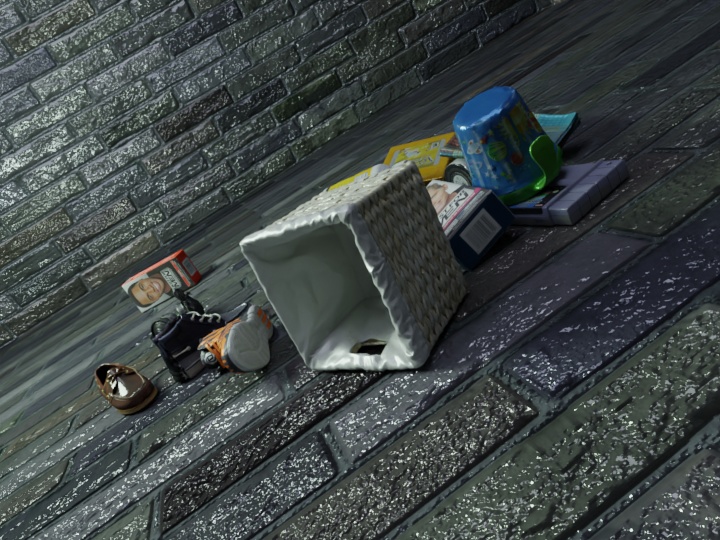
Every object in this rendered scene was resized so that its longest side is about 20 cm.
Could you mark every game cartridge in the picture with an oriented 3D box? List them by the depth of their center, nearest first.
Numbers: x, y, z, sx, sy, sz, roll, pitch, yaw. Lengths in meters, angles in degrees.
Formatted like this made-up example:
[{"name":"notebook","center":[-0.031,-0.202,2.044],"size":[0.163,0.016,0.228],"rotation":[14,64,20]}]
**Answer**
[{"name":"game cartridge","center":[0.265,-0.113,0.802],"size":[0.129,0.039,0.200],"rotation":[-33,19,-20]},{"name":"game cartridge","center":[0.124,-0.236,1.236],"size":[0.175,0.033,0.201],"rotation":[-8,35,27]}]

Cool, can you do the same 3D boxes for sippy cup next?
[{"name":"sippy cup","center":[0.202,-0.184,0.789],"size":[0.177,0.131,0.140],"rotation":[-6,43,42]}]

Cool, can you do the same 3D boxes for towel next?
[{"name":"towel","center":[0.252,-0.230,0.935],"size":[0.199,0.022,0.147],"rotation":[13,48,36]}]

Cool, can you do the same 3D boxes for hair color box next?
[{"name":"hair color box","center":[0.133,-0.074,0.823],"size":[0.100,0.060,0.200],"rotation":[-49,20,-1]},{"name":"hair color box","center":[-0.573,0.031,1.588],"size":[0.199,0.102,0.061],"rotation":[-26,19,16]}]

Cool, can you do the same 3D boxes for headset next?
[{"name":"headset","center":[-0.392,0.095,1.170],"size":[0.123,0.094,0.200],"rotation":[-45,12,-34]}]

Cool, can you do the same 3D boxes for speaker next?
[{"name":"speaker","center":[0.247,-0.209,0.994],"size":[0.200,0.082,0.081],"rotation":[-39,21,-22]}]

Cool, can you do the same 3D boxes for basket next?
[{"name":"basket","center":[0.000,0.000,0.677],"size":[0.197,0.201,0.161],"rotation":[-11,21,44]}]

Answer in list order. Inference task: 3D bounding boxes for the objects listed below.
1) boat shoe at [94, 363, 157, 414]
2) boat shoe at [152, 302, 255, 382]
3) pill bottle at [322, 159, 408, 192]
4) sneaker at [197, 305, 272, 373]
[{"name":"boat shoe","center":[-0.433,0.207,0.993],"size":[0.199,0.071,0.070],"rotation":[-6,29,48]},{"name":"boat shoe","center":[-0.274,0.099,0.984],"size":[0.074,0.093,0.200],"rotation":[-9,29,47]},{"name":"pill bottle","center":[0.024,-0.152,1.137],"size":[0.199,0.112,0.111],"rotation":[-19,22,30]},{"name":"sneaker","center":[-0.202,0.129,0.855],"size":[0.112,0.078,0.200],"rotation":[-33,8,6]}]
